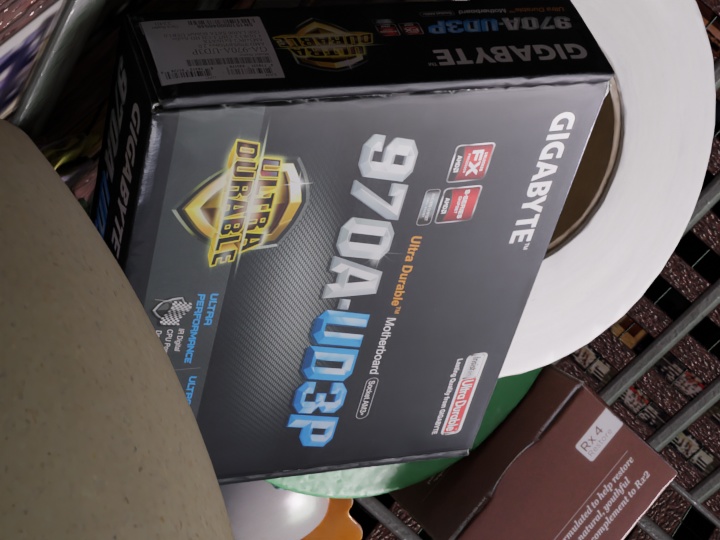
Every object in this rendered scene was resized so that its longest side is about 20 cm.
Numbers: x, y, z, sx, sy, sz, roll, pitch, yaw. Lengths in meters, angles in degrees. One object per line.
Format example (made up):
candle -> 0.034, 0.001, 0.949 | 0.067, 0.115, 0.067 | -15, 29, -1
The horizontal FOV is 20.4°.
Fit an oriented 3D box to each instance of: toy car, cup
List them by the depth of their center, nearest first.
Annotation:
cup -> -0.110, 0.082, 0.509 | 0.200, 0.143, 0.200 | -44, 169, -11
toy car -> -0.089, 0.126, 1.303 | 0.184, 0.200, 0.177 | -46, 177, -46

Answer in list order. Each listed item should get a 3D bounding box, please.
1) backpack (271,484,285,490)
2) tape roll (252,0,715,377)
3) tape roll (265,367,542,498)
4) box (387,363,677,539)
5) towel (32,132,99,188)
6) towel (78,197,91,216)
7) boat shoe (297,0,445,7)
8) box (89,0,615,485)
backpack -> -0.063, 0.042, 1.137 | 0.200, 0.153, 0.176 | -41, -178, -6
tape roll -> 0.047, -0.061, 0.825 | 0.203, 0.202, 0.071 | -49, -149, -5
tape roll -> 0.000, 0.000, 0.890 | 0.201, 0.200, 0.048 | -49, -149, -6
box -> 0.067, 0.092, 0.994 | 0.100, 0.075, 0.200 | -49, -164, -2
towel -> -0.164, 0.039, 0.631 | 0.200, 0.023, 0.144 | -51, 179, 19
towel -> -0.118, 0.050, 0.861 | 0.200, 0.023, 0.154 | 48, 52, -87
boat shoe -> 0.013, -0.127, 0.715 | 0.200, 0.073, 0.074 | -45, -177, -4
box -> -0.016, -0.004, 0.702 | 0.158, 0.046, 0.201 | -5, 138, -21
